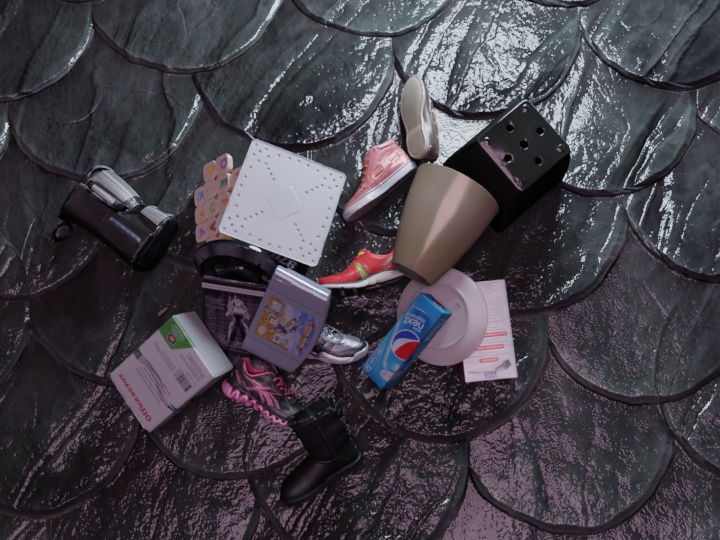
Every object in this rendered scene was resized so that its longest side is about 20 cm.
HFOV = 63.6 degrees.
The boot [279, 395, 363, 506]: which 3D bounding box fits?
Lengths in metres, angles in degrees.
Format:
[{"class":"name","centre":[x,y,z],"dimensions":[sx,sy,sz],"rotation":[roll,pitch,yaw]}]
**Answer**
[{"class":"boot","centre":[-0.097,0.352,1.145],"dimensions":[0.197,0.073,0.164],"rotation":[-27,114,-9]}]

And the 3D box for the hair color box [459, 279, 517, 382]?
[{"class":"hair color box","centre":[0.254,0.126,1.211],"dimensions":[0.109,0.064,0.203],"rotation":[-5,81,0]}]

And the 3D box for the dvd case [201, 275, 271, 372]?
[{"class":"dvd case","centre":[-0.249,0.113,1.182],"dimensions":[0.147,0.016,0.202],"rotation":[8,116,5]}]

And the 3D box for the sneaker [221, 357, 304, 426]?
[{"class":"sneaker","centre":[-0.180,0.243,1.183],"dimensions":[0.198,0.079,0.096],"rotation":[26,93,2]}]

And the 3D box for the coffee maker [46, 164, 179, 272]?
[{"class":"coffee maker","centre":[-0.510,-0.086,1.220],"dimensions":[0.199,0.135,0.193],"rotation":[37,107,6]}]

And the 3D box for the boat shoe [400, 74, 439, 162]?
[{"class":"boat shoe","centre":[0.135,-0.331,1.272],"dimensions":[0.059,0.072,0.203],"rotation":[11,65,-39]}]

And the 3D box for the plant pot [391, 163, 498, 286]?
[{"class":"plant pot","centre":[0.149,-0.078,1.174],"dimensions":[0.186,0.187,0.201],"rotation":[30,83,4]}]

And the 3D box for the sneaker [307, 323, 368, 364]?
[{"class":"sneaker","centre":[-0.079,0.120,1.184],"dimensions":[0.197,0.076,0.115],"rotation":[7,117,4]}]

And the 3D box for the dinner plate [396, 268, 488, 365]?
[{"class":"dinner plate","centre":[0.162,0.094,1.192],"dimensions":[0.198,0.024,0.203],"rotation":[-3,84,25]}]

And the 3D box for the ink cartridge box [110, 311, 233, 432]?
[{"class":"ink cartridge box","centre":[-0.378,0.201,1.163],"dimensions":[0.199,0.083,0.147],"rotation":[-38,84,16]}]

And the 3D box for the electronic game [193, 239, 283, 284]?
[{"class":"electronic game","centre":[-0.238,0.008,1.168],"dimensions":[0.197,0.201,0.042],"rotation":[14,54,2]}]

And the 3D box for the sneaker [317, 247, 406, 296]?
[{"class":"sneaker","centre":[0.000,0.000,1.229],"dimensions":[0.197,0.077,0.086],"rotation":[-14,77,-12]}]

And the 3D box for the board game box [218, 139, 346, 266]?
[{"class":"board game box","centre":[-0.150,-0.130,1.136],"dimensions":[0.198,0.026,0.202],"rotation":[20,76,-8]}]

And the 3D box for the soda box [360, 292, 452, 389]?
[{"class":"soda box","centre":[0.092,0.143,1.171],"dimensions":[0.064,0.068,0.201],"rotation":[42,103,23]}]

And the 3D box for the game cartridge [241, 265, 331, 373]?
[{"class":"game cartridge","centre":[-0.140,0.102,1.131],"dimensions":[0.132,0.042,0.201],"rotation":[28,115,2]}]

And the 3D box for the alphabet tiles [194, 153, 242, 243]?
[{"class":"alphabet tiles","centre":[-0.294,-0.133,1.203],"dimensions":[0.194,0.014,0.203],"rotation":[-12,79,43]}]

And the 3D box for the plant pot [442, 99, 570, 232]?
[{"class":"plant pot","centre":[0.315,-0.229,1.200],"dimensions":[0.199,0.177,0.201],"rotation":[-39,85,-4]}]

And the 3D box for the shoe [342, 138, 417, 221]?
[{"class":"shoe","centre":[0.022,-0.196,1.253],"dimensions":[0.199,0.072,0.091],"rotation":[-39,83,-10]}]

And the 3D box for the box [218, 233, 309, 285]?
[{"class":"box","centre":[-0.191,-0.059,1.209],"dimensions":[0.199,0.046,0.160],"rotation":[32,113,4]}]
